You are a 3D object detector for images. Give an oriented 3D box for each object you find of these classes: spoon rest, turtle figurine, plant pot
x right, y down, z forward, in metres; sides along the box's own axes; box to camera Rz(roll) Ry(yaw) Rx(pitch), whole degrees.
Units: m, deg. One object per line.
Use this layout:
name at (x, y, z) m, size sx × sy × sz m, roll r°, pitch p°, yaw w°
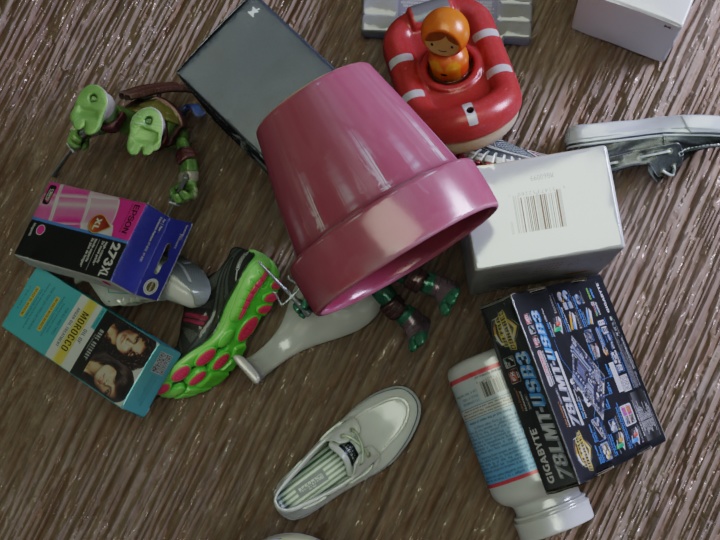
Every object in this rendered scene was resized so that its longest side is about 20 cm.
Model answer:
spoon rest at (-0.058, 0.052, 1.348) m, size 0.200 × 0.061 × 0.099 m, roll -40°, pitch 82°, yaw -16°
turtle figurine at (-0.252, -0.121, 1.312) m, size 0.199 × 0.194 × 0.144 m, roll -35°, pitch 83°, yaw 1°
plant pot at (0.000, -0.083, 1.110) m, size 0.199 × 0.200 × 0.180 m, roll -30°, pitch 84°, yaw -1°
turtle figurine at (0.000, 0.000, 1.277) m, size 0.199 × 0.150 × 0.101 m, roll 30°, pitch 55°, yaw -8°

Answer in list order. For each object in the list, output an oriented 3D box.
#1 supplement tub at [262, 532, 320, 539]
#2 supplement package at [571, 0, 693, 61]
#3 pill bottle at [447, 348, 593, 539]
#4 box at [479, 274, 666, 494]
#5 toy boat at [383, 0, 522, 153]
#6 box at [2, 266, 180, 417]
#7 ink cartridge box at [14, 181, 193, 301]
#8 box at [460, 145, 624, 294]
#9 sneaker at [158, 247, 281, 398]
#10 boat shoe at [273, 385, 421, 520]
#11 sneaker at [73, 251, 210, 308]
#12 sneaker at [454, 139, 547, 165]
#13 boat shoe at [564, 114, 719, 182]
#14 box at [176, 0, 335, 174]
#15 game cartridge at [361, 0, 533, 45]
supplement tub at (-0.077, 0.346, 1.225) m, size 0.144 × 0.200 × 0.146 m, roll -1°, pitch 82°, yaw 4°
supplement package at (0.331, -0.361, 1.341) m, size 0.119 × 0.121 × 0.201 m, roll 22°, pitch 83°, yaw 7°
pill bottle at (0.175, 0.181, 1.279) m, size 0.108 × 0.109 × 0.201 m, roll -20°, pitch 81°, yaw 1°
box at (0.225, 0.112, 1.249) m, size 0.050 × 0.198 × 0.201 m, roll -27°, pitch 80°, yaw 39°
toy boat at (0.095, -0.227, 1.279) m, size 0.130 × 0.131 × 0.201 m, roll -17°, pitch 60°, yaw 2°
box at (-0.300, 0.077, 1.324) m, size 0.199 × 0.049 × 0.083 m, roll 28°, pitch 84°, yaw 28°
ink cartridge box at (-0.283, -0.034, 1.305) m, size 0.199 × 0.037 × 0.095 m, roll 14°, pitch 73°, yaw 30°
box at (0.183, -0.048, 1.265) m, size 0.151 × 0.200 × 0.107 m, roll -9°, pitch 82°, yaw 2°
sneaker at (-0.169, 0.060, 1.349) m, size 0.200 × 0.077 × 0.084 m, roll -51°, pitch 50°, yaw 0°
boat shoe at (-0.012, 0.204, 1.309) m, size 0.200 × 0.067 × 0.074 m, roll -44°, pitch 82°, yaw -3°
sneaker at (-0.245, 0.010, 1.338) m, size 0.200 × 0.070 × 0.081 m, roll 24°, pitch 97°, yaw 35°
sneaker at (0.130, -0.148, 1.345) m, size 0.199 × 0.081 × 0.075 m, roll 20°, pitch 81°, yaw 7°
boat shoe at (0.331, -0.134, 1.342) m, size 0.199 × 0.072 × 0.071 m, roll -4°, pitch 90°, yaw 13°
box at (-0.073, -0.165, 1.302) m, size 0.200 × 0.197 × 0.124 m, roll 44°, pitch 86°, yaw 9°
game cartridge at (0.103, -0.328, 1.397) m, size 0.198 × 0.038 × 0.131 m, roll 4°, pitch 86°, yaw 4°
